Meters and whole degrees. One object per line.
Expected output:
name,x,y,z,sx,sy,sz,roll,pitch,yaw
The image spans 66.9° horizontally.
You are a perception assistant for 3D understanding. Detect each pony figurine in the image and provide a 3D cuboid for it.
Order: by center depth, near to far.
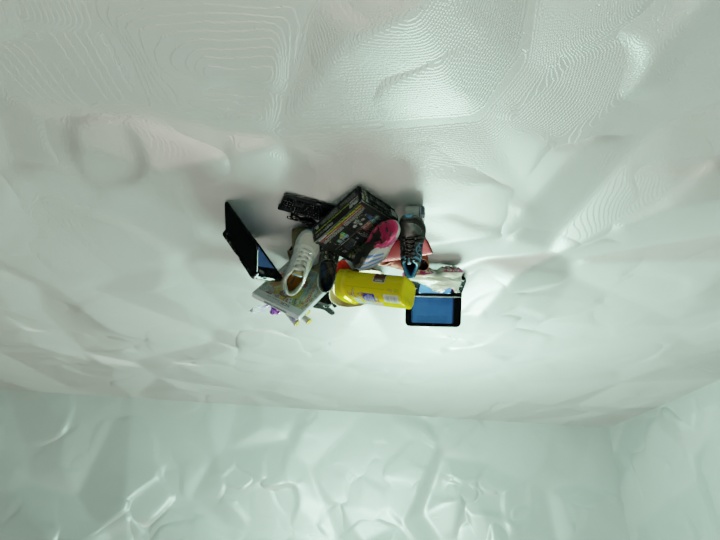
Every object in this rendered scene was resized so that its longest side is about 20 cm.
pony figurine,-0.264,0.103,1.839,0.199,0.167,0.193,38,-169,16

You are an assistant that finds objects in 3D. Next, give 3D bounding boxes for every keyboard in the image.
keyboard,-0.133,-0.154,1.538,0.198,0.040,0.104,14,148,-19

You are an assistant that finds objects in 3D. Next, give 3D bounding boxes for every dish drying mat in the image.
dish drying mat,0.103,-0.060,1.571,0.198,0.018,0.077,-10,135,24

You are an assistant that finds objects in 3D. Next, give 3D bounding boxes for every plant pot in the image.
plant pot,-0.006,0.050,1.726,0.198,0.028,0.201,-12,145,-8

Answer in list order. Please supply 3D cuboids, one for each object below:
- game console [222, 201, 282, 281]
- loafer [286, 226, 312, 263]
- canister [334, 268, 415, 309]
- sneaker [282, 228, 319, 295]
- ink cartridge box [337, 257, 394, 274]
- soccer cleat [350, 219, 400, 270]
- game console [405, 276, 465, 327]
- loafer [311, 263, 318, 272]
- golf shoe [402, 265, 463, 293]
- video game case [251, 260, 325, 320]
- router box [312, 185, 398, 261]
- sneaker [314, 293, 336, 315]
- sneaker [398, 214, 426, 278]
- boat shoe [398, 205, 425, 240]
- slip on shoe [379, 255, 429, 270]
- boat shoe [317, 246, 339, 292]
game console,-0.303,-0.079,1.552,0.175,0.200,0.117,11,123,-52
loafer,-0.188,-0.046,1.651,0.067,0.076,0.202,17,112,6
canister,0.045,0.055,1.561,0.198,0.088,0.148,6,167,22
sneaker,-0.169,-0.021,1.572,0.076,0.081,0.202,18,105,-12
ink cartridge box,0.000,0.000,1.702,0.199,0.047,0.160,-38,145,0
soccer cleat,0.055,-0.070,1.503,0.086,0.070,0.200,7,143,-41
game console,0.259,0.107,1.888,0.197,0.118,0.176,1,151,0
loafer,-0.141,0.015,1.801,0.068,0.076,0.199,20,147,-40
golf shoe,0.236,0.034,1.788,0.197,0.075,0.093,0,110,5
video game case,-0.206,0.055,1.699,0.181,0.200,0.023,23,133,22
router box,-0.016,-0.124,1.513,0.149,0.063,0.200,26,128,-38
sneaker,-0.159,0.090,1.820,0.198,0.061,0.104,23,159,-16
sneaker,0.141,-0.064,1.479,0.072,0.082,0.201,1,137,12
boat shoe,0.123,-0.112,1.564,0.085,0.075,0.203,5,148,-6
slip on shoe,0.130,-0.031,1.676,0.198,0.061,0.074,4,129,-29
boat shoe,-0.091,-0.032,1.606,0.068,0.202,0.057,4,-170,-8
